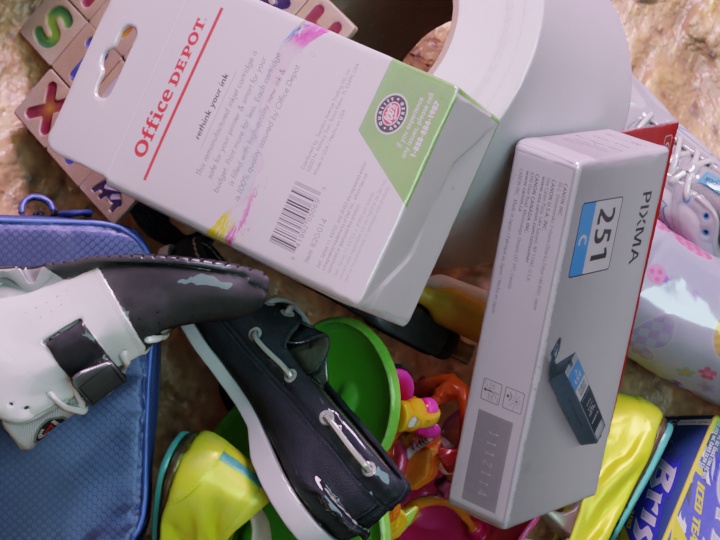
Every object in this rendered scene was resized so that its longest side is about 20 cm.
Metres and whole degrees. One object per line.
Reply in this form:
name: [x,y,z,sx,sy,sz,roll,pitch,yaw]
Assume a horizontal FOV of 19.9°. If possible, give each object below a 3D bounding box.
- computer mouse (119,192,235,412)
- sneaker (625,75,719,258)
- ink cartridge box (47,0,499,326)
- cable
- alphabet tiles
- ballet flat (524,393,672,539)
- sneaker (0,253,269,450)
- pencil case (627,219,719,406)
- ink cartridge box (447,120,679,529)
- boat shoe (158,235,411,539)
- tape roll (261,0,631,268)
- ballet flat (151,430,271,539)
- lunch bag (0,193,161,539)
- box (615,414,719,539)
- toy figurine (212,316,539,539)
computer mouse: [-0.081,0.018,1.155,0.059,0.034,0.201,-38,113,-21]
sneaker: [0.199,-0.059,1.277,0.200,0.087,0.075,45,71,-13]
ink cartridge box: [-0.046,-0.068,1.024,0.118,0.199,0.067,-64,155,2]
cable: [0.000,0.000,1.167,0.199,0.097,0.051,30,87,-25]
alphabet tiles: [-0.096,-0.129,1.103,0.200,0.006,0.166,-48,62,8]
ballet flat: [0.123,0.162,1.234,0.067,0.067,0.201,26,71,-3]
sneaker: [-0.139,0.039,0.979,0.198,0.074,0.089,-7,83,4]
pencil case: [0.219,0.042,1.256,0.199,0.091,0.084,29,68,-7]
ink cartridge box: [0.127,0.024,1.113,0.176,0.045,0.201,-12,117,-52]
boat shoe: [-0.039,0.053,1.043,0.060,0.076,0.201,-37,63,10]
tape roll: [0.032,-0.114,1.119,0.139,0.201,0.204,27,72,-59]
ballet flat: [-0.082,0.165,1.075,0.067,0.201,0.067,21,43,6]
lunch bag: [-0.172,0.058,1.074,0.135,0.132,0.202,4,82,-5]
box: [0.190,0.192,1.264,0.070,0.064,0.201,31,73,-19]
toy figurine: [0.029,0.114,1.150,0.183,0.150,0.201,-3,120,-46]
